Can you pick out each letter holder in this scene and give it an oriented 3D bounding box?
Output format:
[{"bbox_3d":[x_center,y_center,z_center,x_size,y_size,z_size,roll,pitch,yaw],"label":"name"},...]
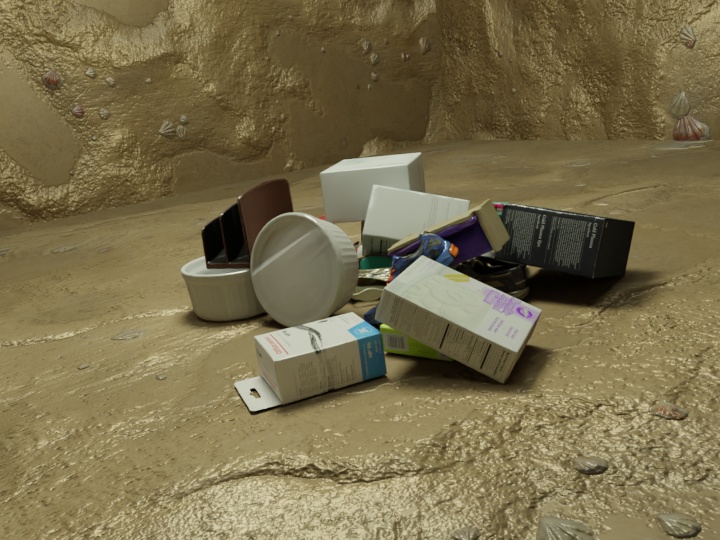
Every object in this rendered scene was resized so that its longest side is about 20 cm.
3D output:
[{"bbox_3d":[-0.217,-0.099,1.354,0.100,0.142,0.200,-1,17,22],"label":"letter holder"}]

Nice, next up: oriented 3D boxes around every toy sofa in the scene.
[{"bbox_3d":[0.151,-0.043,1.225,0.200,0.083,0.098,-23,9,38],"label":"toy sofa"}]

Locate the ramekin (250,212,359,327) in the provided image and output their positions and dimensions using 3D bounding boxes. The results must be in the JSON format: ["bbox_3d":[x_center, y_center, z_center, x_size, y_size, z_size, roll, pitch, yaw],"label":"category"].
[{"bbox_3d":[-0.093,-0.003,1.241,0.202,0.203,0.094,3,7,32],"label":"ramekin"}]

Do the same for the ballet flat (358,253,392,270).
[{"bbox_3d":[0.000,0.000,1.420,0.200,0.068,0.067,-4,7,6],"label":"ballet flat"}]

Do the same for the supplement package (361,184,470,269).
[{"bbox_3d":[0.110,-0.082,1.405,0.200,0.117,0.117,10,-22,5],"label":"supplement package"}]

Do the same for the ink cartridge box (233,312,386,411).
[{"bbox_3d":[-0.078,0.126,0.992,0.200,0.068,0.116,-13,16,-20],"label":"ink cartridge box"}]

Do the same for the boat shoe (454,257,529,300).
[{"bbox_3d":[0.208,0.012,1.262,0.200,0.073,0.074,1,17,27],"label":"boat shoe"}]

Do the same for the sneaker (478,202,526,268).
[{"bbox_3d":[0.270,-0.071,1.347,0.083,0.121,0.200,5,-4,34],"label":"sneaker"}]

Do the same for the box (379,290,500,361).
[{"bbox_3d":[0.132,0.079,1.104,0.122,0.048,0.200,4,19,33],"label":"box"}]

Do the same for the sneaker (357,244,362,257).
[{"bbox_3d":[0.088,-0.028,1.487,0.200,0.076,0.092,-14,23,5],"label":"sneaker"}]

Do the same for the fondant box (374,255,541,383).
[{"bbox_3d":[0.142,0.063,0.990,0.200,0.058,0.144,26,30,16],"label":"fondant box"}]

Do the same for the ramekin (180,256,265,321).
[{"bbox_3d":[-0.245,0.026,1.368,0.200,0.098,0.200,-6,15,2],"label":"ramekin"}]

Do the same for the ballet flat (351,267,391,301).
[{"bbox_3d":[-0.017,0.032,1.325,0.200,0.068,0.075,-3,31,6],"label":"ballet flat"}]

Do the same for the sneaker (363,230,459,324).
[{"bbox_3d":[0.074,0.013,1.179,0.200,0.078,0.075,-46,-1,5],"label":"sneaker"}]

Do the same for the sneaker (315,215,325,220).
[{"bbox_3d":[-0.090,-0.061,1.577,0.078,0.116,0.200,-8,14,-2],"label":"sneaker"}]

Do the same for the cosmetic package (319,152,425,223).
[{"bbox_3d":[0.034,-0.192,1.591,0.199,0.123,0.200,-3,17,15],"label":"cosmetic package"}]

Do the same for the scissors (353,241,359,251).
[{"bbox_3d":[-0.017,-0.045,1.494,0.073,0.014,0.200,-18,6,28],"label":"scissors"}]

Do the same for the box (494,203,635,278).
[{"bbox_3d":[0.371,-0.055,1.253,0.182,0.104,0.200,13,9,35],"label":"box"}]

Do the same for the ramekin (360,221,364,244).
[{"bbox_3d":[0.094,-0.093,1.631,0.200,0.105,0.200,-6,15,2],"label":"ramekin"}]
